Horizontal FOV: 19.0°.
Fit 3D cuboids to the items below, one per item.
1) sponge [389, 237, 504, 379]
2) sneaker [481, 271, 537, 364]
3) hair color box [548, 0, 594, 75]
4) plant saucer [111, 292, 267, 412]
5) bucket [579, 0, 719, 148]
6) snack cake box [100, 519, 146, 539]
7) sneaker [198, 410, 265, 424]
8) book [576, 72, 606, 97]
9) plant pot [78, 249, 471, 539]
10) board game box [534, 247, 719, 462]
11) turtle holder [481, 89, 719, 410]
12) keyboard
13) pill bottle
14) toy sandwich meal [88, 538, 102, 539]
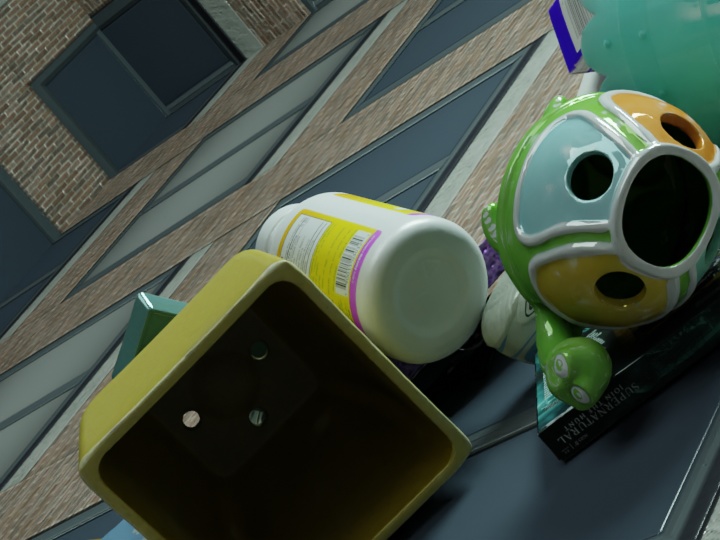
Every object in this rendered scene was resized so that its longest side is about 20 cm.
[{"bbox_3d":[0.079,0.013,1.628,0.200,0.030,0.112,-49,-2,3],"label":"sponge"},{"bbox_3d":[0.149,-0.028,1.477,0.072,0.072,0.201,-118,48,-65],"label":"sneaker"},{"bbox_3d":[0.258,-0.212,1.652,0.199,0.065,0.109,-11,-19,-20],"label":"hair color box"},{"bbox_3d":[-0.085,0.072,1.616,0.019,0.199,0.070,34,108,60],"label":"plant saucer"},{"bbox_3d":[0.266,-0.173,1.487,0.134,0.208,0.207,-10,32,47],"label":"bucket"},{"bbox_3d":[-0.126,0.241,1.434,0.067,0.115,0.200,-41,13,6],"label":"snack cake box"},{"bbox_3d":[-0.096,0.133,1.678,0.201,0.075,0.088,-59,20,-22],"label":"sneaker"},{"bbox_3d":[0.188,-0.076,1.641,0.200,0.048,0.134,-105,35,-76],"label":"book"},{"bbox_3d":[-0.076,0.102,1.497,0.196,0.194,0.200,-45,19,-1],"label":"plant pot"},{"bbox_3d":[0.197,0.030,1.386,0.200,0.028,0.135,-38,13,15],"label":"board game box"},{"bbox_3d":[0.149,-0.024,1.327,0.185,0.141,0.132,-43,14,-12],"label":"turtle holder"},{"bbox_3d":[0.089,0.056,1.621,0.200,0.040,0.104,-48,-5,-3],"label":"keyboard"},{"bbox_3d":[0.000,0.000,1.563,0.104,0.104,0.200,-44,27,-16],"label":"pill bottle"},{"bbox_3d":[-0.149,0.185,1.783,0.205,0.070,0.205,-39,13,11],"label":"toy sandwich meal"}]
